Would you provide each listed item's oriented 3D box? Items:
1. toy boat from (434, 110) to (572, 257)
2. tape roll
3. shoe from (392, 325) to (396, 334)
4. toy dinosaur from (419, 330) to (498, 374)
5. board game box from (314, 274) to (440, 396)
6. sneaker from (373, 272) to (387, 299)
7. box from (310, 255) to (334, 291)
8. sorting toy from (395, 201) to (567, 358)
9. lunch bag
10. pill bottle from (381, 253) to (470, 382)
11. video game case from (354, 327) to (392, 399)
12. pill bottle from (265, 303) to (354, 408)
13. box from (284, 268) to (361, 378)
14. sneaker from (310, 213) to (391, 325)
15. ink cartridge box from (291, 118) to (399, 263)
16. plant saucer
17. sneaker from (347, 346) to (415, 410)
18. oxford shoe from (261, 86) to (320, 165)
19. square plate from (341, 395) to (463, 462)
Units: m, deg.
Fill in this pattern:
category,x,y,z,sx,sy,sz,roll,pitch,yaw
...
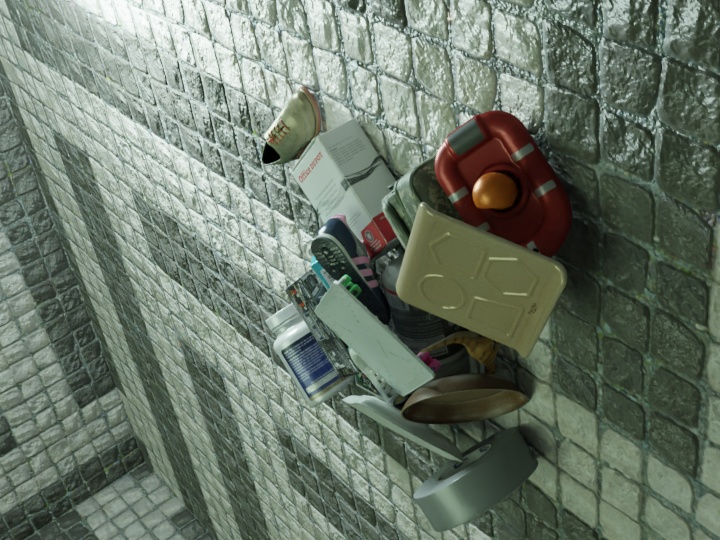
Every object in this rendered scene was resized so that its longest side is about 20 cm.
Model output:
category,x,y,z,sx,sy,sz,roll,pitch,yaw
toy boat,0.172,-0.095,1.266,0.130,0.131,0.201,-34,87,20
tape roll,0.184,0.333,1.644,0.066,0.199,0.200,56,154,3
shoe,0.106,0.156,1.736,0.069,0.053,0.201,-3,121,41
toy dinosaur,0.173,0.106,1.526,0.060,0.107,0.200,6,161,37
board game box,0.023,0.102,1.576,0.200,0.026,0.200,44,161,2
sneaker,0.032,0.058,1.786,0.093,0.071,0.199,44,167,-25
box,-0.038,-0.009,1.728,0.083,0.049,0.200,55,-172,-11
sorting toy,0.148,0.011,1.289,0.199,0.037,0.186,27,143,10
lunch bag,0.124,-0.055,1.421,0.201,0.139,0.168,58,157,-1
pill bottle,0.109,0.079,1.610,0.114,0.113,0.202,23,137,50
video game case,0.055,0.175,1.882,0.199,0.023,0.183,23,137,38
pill bottle,-0.107,0.166,2.084,0.201,0.111,0.111,58,154,2
box,-0.053,0.096,1.851,0.201,0.050,0.158,57,163,1
sneaker,0.000,0.000,1.598,0.070,0.082,0.201,-7,129,33
ink cartridge box,-0.008,-0.119,1.644,0.201,0.083,0.147,57,153,4
plant saucer,0.159,0.197,1.596,0.201,0.198,0.037,127,141,-62
sneaker,0.052,0.177,1.735,0.200,0.076,0.081,46,-165,-39
oxford shoe,-0.120,-0.233,1.732,0.071,0.074,0.200,53,153,14
square plate,0.070,0.259,1.733,0.197,0.029,0.200,30,170,-5
